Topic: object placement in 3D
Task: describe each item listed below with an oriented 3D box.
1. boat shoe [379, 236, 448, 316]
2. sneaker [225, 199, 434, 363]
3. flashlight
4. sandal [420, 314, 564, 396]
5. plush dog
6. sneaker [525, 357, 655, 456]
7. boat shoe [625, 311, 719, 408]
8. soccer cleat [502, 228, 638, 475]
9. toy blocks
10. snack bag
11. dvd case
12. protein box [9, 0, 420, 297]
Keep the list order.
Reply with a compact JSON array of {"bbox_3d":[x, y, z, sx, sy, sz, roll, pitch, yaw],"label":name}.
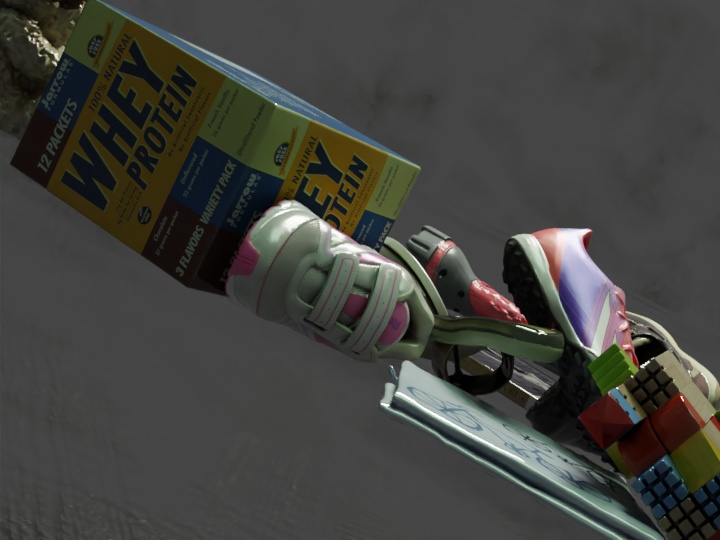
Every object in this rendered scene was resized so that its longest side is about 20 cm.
[{"bbox_3d":[0.001,0.002,1.287,0.201,0.060,0.073,41,-25,48],"label":"boat shoe"},{"bbox_3d":[-0.011,0.013,1.075,0.088,0.082,0.199,30,8,34],"label":"sneaker"},{"bbox_3d":[0.130,0.030,1.543,0.199,0.069,0.068,29,6,21],"label":"flashlight"},{"bbox_3d":[0.080,0.063,1.141,0.079,0.058,0.201,5,-2,-16],"label":"sandal"},{"bbox_3d":[-0.272,-0.207,1.290,0.159,0.173,0.200,24,9,-22],"label":"plush dog"},{"bbox_3d":[0.204,0.115,1.200,0.199,0.076,0.091,2,49,-47],"label":"sneaker"},{"bbox_3d":[0.316,0.095,1.765,0.064,0.072,0.200,27,11,-43],"label":"boat shoe"},{"bbox_3d":[0.169,0.051,1.120,0.072,0.069,0.201,-14,56,-16],"label":"soccer cleat"},{"bbox_3d":[0.207,0.129,0.964,0.201,0.100,0.137,53,15,10],"label":"toy blocks"},{"bbox_3d":[0.096,0.114,1.003,0.187,0.022,0.200,28,4,0],"label":"snack bag"},{"bbox_3d":[0.111,0.079,1.330,0.199,0.016,0.148,31,7,32],"label":"dvd case"},{"bbox_3d":[-0.102,-0.077,1.151,0.198,0.136,0.199,32,8,31],"label":"protein box"}]
